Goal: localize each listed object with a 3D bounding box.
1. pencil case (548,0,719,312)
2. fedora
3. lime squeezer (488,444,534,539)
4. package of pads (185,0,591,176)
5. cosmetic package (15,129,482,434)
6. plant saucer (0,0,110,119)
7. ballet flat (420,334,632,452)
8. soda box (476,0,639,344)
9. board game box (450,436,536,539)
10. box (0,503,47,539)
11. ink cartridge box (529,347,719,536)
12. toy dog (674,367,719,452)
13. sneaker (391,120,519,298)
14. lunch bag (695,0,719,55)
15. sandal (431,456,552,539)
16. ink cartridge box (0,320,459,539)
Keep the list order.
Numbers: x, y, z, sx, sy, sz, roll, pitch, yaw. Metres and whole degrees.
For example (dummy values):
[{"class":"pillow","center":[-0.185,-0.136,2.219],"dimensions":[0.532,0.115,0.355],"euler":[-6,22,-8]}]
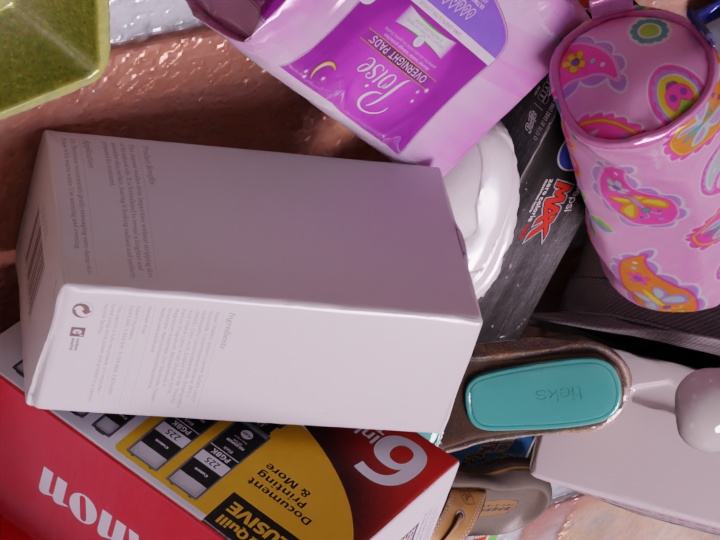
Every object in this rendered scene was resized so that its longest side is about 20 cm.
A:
[{"class":"pencil case","center":[0.145,-0.055,1.444],"dimensions":[0.087,0.088,0.200],"euler":[-36,150,-6]},{"class":"fedora","center":[0.189,0.008,1.641],"dimensions":[0.199,0.177,0.091],"euler":[15,85,-16]},{"class":"lime squeezer","center":[0.110,0.121,1.769],"dimensions":[0.070,0.038,0.200],"euler":[16,116,-48]},{"class":"package of pads","center":[0.013,-0.126,1.357],"dimensions":[0.121,0.076,0.200],"euler":[-47,146,7]},{"class":"cosmetic package","center":[-0.053,0.006,1.354],"dimensions":[0.199,0.113,0.081],"euler":[7,131,-16]},{"class":"plant saucer","center":[-0.199,-0.129,1.172],"dimensions":[0.199,0.048,0.201],"euler":[-24,144,-23]},{"class":"ballet flat","center":[0.047,0.066,1.599],"dimensions":[0.198,0.067,0.069],"euler":[0,105,0]},{"class":"soda box","center":[0.082,-0.055,1.516],"dimensions":[0.070,0.063,0.201],"euler":[-6,134,-42]},{"class":"board game box","center":[0.004,0.128,1.671],"dimensions":[0.199,0.035,0.127],"euler":[-7,135,-36]},{"class":"box","center":[-0.139,0.166,1.433],"dimensions":[0.199,0.199,0.124],"euler":[-11,139,-36]},{"class":"ink cartridge box","center":[0.201,0.108,1.689],"dimensions":[0.200,0.144,0.085],"euler":[25,79,-63]},{"class":"toy dog","center":[0.259,0.059,1.545],"dimensions":[0.199,0.096,0.133],"euler":[19,91,-13]},{"class":"sneaker","center":[0.000,0.000,1.466],"dimensions":[0.099,0.078,0.200],"euler":[14,118,-52]},{"class":"lunch bag","center":[0.286,-0.075,1.595],"dimensions":[0.127,0.170,0.200],"euler":[-42,148,2]},{"class":"sandal","center":[0.036,0.146,1.629],"dimensions":[0.199,0.055,0.082],"euler":[1,147,-46]},{"class":"ink cartridge box","center":[-0.087,0.102,1.365],"dimensions":[0.175,0.199,0.084],"euler":[-38,154,-46]}]
